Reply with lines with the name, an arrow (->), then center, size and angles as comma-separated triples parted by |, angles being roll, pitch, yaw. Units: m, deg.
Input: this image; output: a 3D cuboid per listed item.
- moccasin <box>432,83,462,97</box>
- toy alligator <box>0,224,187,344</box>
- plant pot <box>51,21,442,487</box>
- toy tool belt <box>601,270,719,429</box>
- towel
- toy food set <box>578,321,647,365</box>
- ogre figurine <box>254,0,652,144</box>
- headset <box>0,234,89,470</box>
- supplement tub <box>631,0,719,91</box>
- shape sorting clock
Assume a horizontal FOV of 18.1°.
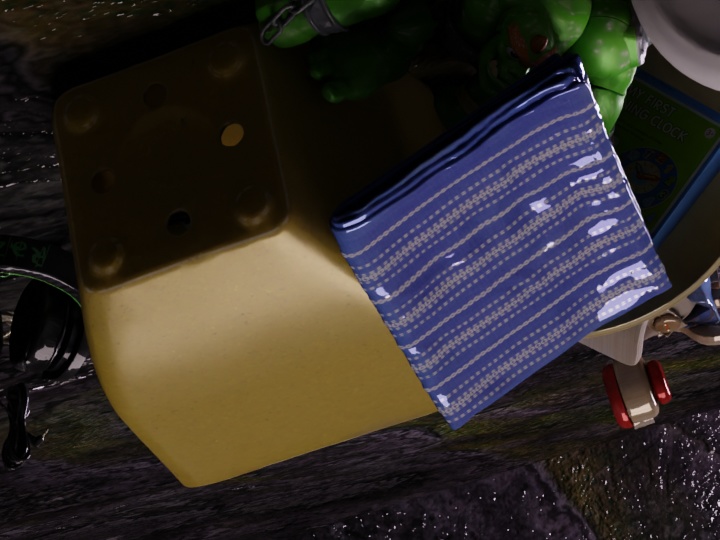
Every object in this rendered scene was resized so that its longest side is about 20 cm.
moccasin -> 0.079, -0.076, 1.410 | 0.078, 0.074, 0.201 | -35, 168, 36
toy alligator -> -0.158, 0.005, 1.513 | 0.199, 0.060, 0.054 | -13, -147, 20
plant pot -> -0.062, -0.024, 1.198 | 0.194, 0.196, 0.200 | -18, 156, 13
toy tool belt -> 0.212, 0.000, 1.590 | 0.122, 0.201, 0.125 | -18, 157, 10
towel -> 0.075, -0.008, 1.124 | 0.144, 0.024, 0.200 | -34, 141, -2
toy food set -> 0.160, -0.042, 1.327 | 0.200, 0.143, 0.061 | -45, 143, -28
ogre figurine -> 0.058, -0.116, 1.121 | 0.120, 0.200, 0.098 | -44, -169, 43
headset -> -0.229, 0.050, 1.458 | 0.122, 0.095, 0.200 | 2, 151, -3
supplement tub -> 0.225, -0.144, 1.115 | 0.140, 0.141, 0.200 | -21, 166, 25
shape sorting clock -> 0.126, -0.053, 1.267 | 0.199, 0.201, 0.039 | -19, 150, 17
